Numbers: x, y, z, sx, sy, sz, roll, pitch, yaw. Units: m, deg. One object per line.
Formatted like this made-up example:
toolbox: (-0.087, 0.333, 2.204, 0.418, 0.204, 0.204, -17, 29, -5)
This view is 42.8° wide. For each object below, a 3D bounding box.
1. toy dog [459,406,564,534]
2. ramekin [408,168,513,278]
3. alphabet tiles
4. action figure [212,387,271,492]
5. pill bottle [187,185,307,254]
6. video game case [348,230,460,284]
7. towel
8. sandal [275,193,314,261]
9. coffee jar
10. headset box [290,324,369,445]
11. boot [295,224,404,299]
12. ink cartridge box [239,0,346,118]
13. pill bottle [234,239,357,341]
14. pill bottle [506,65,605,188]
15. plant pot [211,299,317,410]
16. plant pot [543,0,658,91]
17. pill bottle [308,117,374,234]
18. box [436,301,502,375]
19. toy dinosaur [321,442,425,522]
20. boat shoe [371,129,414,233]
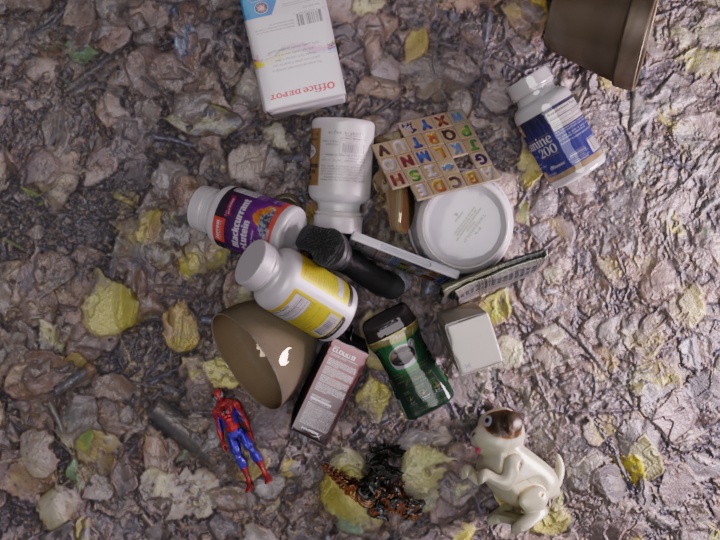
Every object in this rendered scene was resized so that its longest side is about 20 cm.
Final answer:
toy dog: (0.277, 0.349, 1.677, 0.193, 0.139, 0.202, -27, 94, -11)
ramekin: (0.184, -0.085, 1.663, 0.200, 0.094, 0.205, 0, 94, 0)
alphabet tiles: (0.126, -0.204, 1.624, 0.198, 0.008, 0.168, -15, 62, -18)
action figure: (-0.229, 0.313, 1.719, 0.065, 0.052, 0.202, -23, 92, 6)
pill bottle: (-0.205, -0.086, 1.636, 0.198, 0.111, 0.113, 18, 95, 21)
video game case: (0.073, -0.019, 1.644, 0.198, 0.143, 0.018, 21, 83, -1)
towel: (0.231, 0.018, 1.624, 0.198, 0.193, 0.035, -20, 83, 2)
sandal: (-0.124, -0.042, 1.687, 0.079, 0.054, 0.202, -11, 94, 1)
coffee jar: (0.085, 0.165, 1.686, 0.104, 0.085, 0.202, -26, 95, 4)
headset box: (-0.051, 0.193, 1.657, 0.074, 0.149, 0.202, 25, 95, -5)
boot: (0.000, 0.000, 1.599, 0.199, 0.165, 0.066, 36, 90, -32)
ink cartridge box: (-0.115, -0.385, 1.615, 0.145, 0.146, 0.202, -12, 94, 1)
pill bottle: (-0.109, 0.030, 1.547, 0.199, 0.111, 0.112, 33, 94, -32)
pill bottle: (0.344, -0.258, 1.641, 0.110, 0.111, 0.201, -30, 94, 2)
plant pot: (-0.156, 0.128, 1.649, 0.134, 0.200, 0.201, -35, 94, -29)
plant pot: (0.419, -0.433, 1.602, 0.172, 0.200, 0.202, 17, 94, 15)
pill bottle: (-0.036, -0.169, 1.647, 0.113, 0.114, 0.203, 3, 94, 0)
box: (0.189, 0.117, 1.625, 0.077, 0.200, 0.096, -18, 94, 1)
toy dinosaur: (0.028, 0.402, 1.706, 0.198, 0.102, 0.137, 13, 112, -22)
boat shoe: (0.057, -0.156, 1.651, 0.064, 0.071, 0.202, -8, 64, 19)
